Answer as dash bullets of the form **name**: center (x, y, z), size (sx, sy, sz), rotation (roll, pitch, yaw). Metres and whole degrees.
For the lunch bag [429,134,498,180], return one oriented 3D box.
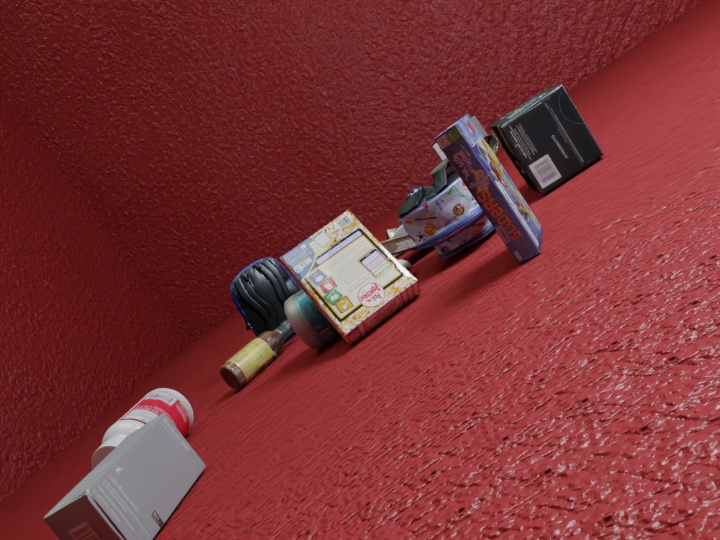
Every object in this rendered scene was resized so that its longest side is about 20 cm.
- **lunch bag**: center (0.352, -0.353, 2.109), size (0.200, 0.118, 0.164), rotation (-43, 8, -22)

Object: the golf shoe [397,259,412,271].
- **golf shoe**: center (0.027, -0.003, 1.323), size (0.078, 0.097, 0.200), rotation (-37, 8, -30)

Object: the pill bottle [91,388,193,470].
- **pill bottle**: center (-0.394, 0.304, 1.168), size (0.112, 0.112, 0.200), rotation (-33, 7, 17)

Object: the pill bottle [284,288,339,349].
- **pill bottle**: center (-0.032, 0.049, 1.178), size (0.200, 0.111, 0.111), rotation (-34, 6, 7)

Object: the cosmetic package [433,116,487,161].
- **cosmetic package**: center (0.399, -0.462, 2.430), size (0.167, 0.166, 0.200), rotation (-33, 6, 24)

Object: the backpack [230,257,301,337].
- **backpack**: center (-0.230, 0.078, 1.583), size (0.162, 0.200, 0.168), rotation (-38, 7, -17)

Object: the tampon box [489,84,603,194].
- **tampon box**: center (0.344, -0.246, 1.217), size (0.126, 0.150, 0.200), rotation (-33, 6, 11)

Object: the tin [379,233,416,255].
- **tin**: center (0.097, -0.061, 1.414), size (0.200, 0.042, 0.112), rotation (-17, -1, 1)

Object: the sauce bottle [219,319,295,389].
- **sauce bottle**: center (-0.215, 0.176, 1.400), size (0.200, 0.066, 0.066), rotation (-39, 8, -39)

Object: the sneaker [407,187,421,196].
- **sneaker**: center (0.201, -0.236, 2.161), size (0.075, 0.088, 0.200), rotation (-34, 8, -8)

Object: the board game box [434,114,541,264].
- **board game box**: center (0.181, -0.117, 0.886), size (0.034, 0.200, 0.135), rotation (-32, 6, 24)

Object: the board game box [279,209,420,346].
- **board game box**: center (-0.020, 0.007, 1.094), size (0.151, 0.200, 0.046), rotation (-36, -32, -10)

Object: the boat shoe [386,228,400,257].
- **boat shoe**: center (0.087, -0.074, 1.641), size (0.200, 0.069, 0.074), rotation (-36, 6, -7)

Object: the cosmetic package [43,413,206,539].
- **cosmetic package**: center (-0.297, 0.286, 0.838), size (0.090, 0.107, 0.200), rotation (-33, 8, 19)

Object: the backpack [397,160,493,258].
- **backpack**: center (0.161, -0.110, 1.170), size (0.200, 0.154, 0.190), rotation (-38, -4, 31)

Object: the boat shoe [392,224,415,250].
- **boat shoe**: center (0.165, -0.114, 1.511), size (0.202, 0.075, 0.086), rotation (-32, 7, 5)
